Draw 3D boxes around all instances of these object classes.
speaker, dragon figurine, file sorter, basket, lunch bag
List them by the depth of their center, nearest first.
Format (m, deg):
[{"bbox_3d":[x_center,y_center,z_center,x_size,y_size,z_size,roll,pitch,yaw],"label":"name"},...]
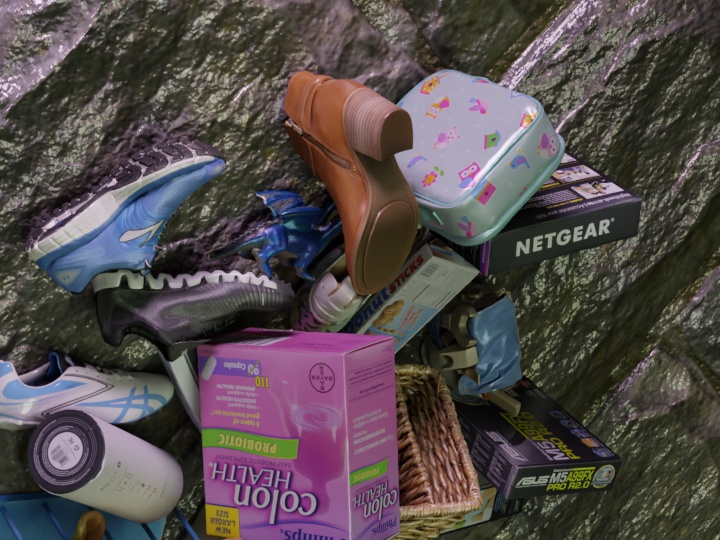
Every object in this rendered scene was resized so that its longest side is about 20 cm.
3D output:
[{"bbox_3d":[-0.243,0.194,1.440,0.081,0.081,0.200,-46,157,-2],"label":"speaker"},{"bbox_3d":[0.093,-0.112,1.471,0.160,0.200,0.077,-50,127,-9],"label":"lunch bag"},{"bbox_3d":[-0.075,-0.046,1.489,0.200,0.059,0.100,6,111,-40],"label":"dragon figurine"},{"bbox_3d":[-0.279,0.316,1.528,0.200,0.123,0.139,1,115,-34],"label":"file sorter"},{"bbox_3d":[0.016,0.193,1.578,0.143,0.200,0.149,28,124,-38],"label":"basket"}]

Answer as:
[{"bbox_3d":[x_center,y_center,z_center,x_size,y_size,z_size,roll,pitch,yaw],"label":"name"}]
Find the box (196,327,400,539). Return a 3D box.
[{"bbox_3d":[-0.061,0.165,1.459,0.097,0.176,0.200,-15,105,-57],"label":"box"}]

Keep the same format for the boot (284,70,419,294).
[{"bbox_3d":[-0.021,-0.089,1.435,0.077,0.155,0.200,-21,123,-34],"label":"boot"}]

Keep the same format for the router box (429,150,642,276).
[{"bbox_3d":[0.177,-0.067,1.587,0.200,0.149,0.051,-14,123,-26],"label":"router box"}]

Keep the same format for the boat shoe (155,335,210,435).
[{"bbox_3d":[-0.157,0.112,1.527,0.068,0.072,0.200,-30,122,-14],"label":"boat shoe"}]

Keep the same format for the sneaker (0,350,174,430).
[{"bbox_3d":[-0.269,0.115,1.453,0.200,0.072,0.073,-1,102,-39],"label":"sneaker"}]

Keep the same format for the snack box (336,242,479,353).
[{"bbox_3d":[0.038,0.048,1.592,0.072,0.024,0.200,15,131,-39],"label":"snack box"}]

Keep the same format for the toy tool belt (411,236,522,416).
[{"bbox_3d":[0.131,0.065,1.651,0.125,0.123,0.200,-29,128,-17],"label":"toy tool belt"}]

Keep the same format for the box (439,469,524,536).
[{"bbox_3d":[0.083,0.251,1.736,0.200,0.117,0.060,-10,124,-31],"label":"box"}]

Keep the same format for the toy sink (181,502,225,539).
[{"bbox_3d":[-0.113,0.311,1.643,0.130,0.112,0.200,24,97,-40],"label":"toy sink"}]

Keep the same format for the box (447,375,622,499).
[{"bbox_3d":[0.179,0.187,1.704,0.160,0.200,0.044,3,114,-34],"label":"box"}]

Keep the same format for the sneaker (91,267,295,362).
[{"bbox_3d":[-0.163,0.045,1.435,0.200,0.066,0.091,2,78,-12],"label":"sneaker"}]

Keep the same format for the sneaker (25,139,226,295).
[{"bbox_3d":[-0.209,-0.049,1.381,0.200,0.079,0.089,-33,115,-3],"label":"sneaker"}]

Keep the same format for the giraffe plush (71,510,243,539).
[{"bbox_3d":[-0.218,0.313,1.410,0.200,0.173,0.162,-36,118,24],"label":"giraffe plush"}]

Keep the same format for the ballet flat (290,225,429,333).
[{"bbox_3d":[0.000,0.000,1.550,0.069,0.071,0.200,42,95,-16],"label":"ballet flat"}]
